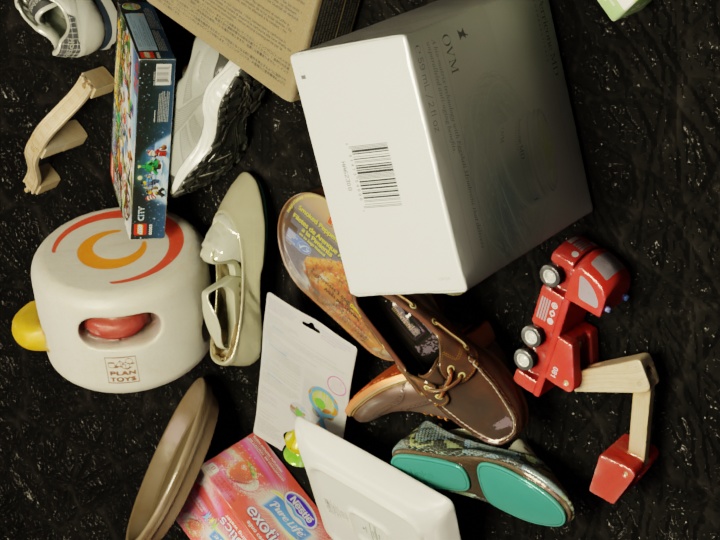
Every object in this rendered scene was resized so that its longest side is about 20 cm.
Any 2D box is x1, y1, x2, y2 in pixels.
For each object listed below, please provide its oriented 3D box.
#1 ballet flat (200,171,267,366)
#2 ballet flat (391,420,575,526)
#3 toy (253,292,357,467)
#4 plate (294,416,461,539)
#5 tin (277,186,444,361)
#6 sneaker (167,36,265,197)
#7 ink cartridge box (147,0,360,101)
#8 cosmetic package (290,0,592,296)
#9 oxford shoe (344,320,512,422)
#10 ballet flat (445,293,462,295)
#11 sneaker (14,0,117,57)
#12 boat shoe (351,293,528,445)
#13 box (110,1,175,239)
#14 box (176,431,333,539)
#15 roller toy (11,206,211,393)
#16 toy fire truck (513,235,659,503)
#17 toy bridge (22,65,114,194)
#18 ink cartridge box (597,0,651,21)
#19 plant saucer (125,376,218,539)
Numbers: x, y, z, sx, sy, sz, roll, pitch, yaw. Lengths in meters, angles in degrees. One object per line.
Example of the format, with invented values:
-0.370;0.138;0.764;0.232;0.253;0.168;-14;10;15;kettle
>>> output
-0.130;0.003;1.519;0.069;0.069;0.202;10;107;39;ballet flat
0.121;0.180;1.398;0.199;0.074;0.075;14;119;34;ballet flat
-0.049;0.117;1.537;0.115;0.047;0.201;30;131;24;toy
0.019;0.253;1.501;0.199;0.032;0.200;26;148;32;plate
0.000;0.000;1.436;0.200;0.042;0.112;42;136;25;tin
-0.153;-0.151;1.480;0.079;0.074;0.201;46;136;18;sneaker
-0.094;-0.277;1.367;0.200;0.075;0.166;38;129;24;ink cartridge box
0.072;-0.108;1.209;0.122;0.200;0.201;-3;108;40;cosmetic package
0.061;0.117;1.421;0.200;0.071;0.073;-30;93;45;oxford shoe
0.037;-0.061;1.368;0.201;0.071;0.071;56;135;5;ballet flat
-0.333;-0.309;1.566;0.200;0.080;0.076;53;137;11;sneaker
0.066;0.080;1.323;0.200;0.070;0.070;45;113;2;boat shoe
-0.223;-0.152;1.522;0.137;0.037;0.201;-119;31;-53;box
-0.103;0.293;1.636;0.200;0.094;0.103;50;134;12;box
-0.246;0.035;1.569;0.182;0.200;0.141;25;133;34;roller toy
0.205;0.085;1.289;0.141;0.049;0.201;32;128;26;toy fire truck
-0.334;-0.145;1.654;0.027;0.067;0.200;51;134;10;toy bridge
0.217;-0.300;1.095;0.146;0.048;0.200;56;138;7;ink cartridge box
-0.203;0.213;1.643;0.029;0.201;0.200;25;135;-13;plant saucer
